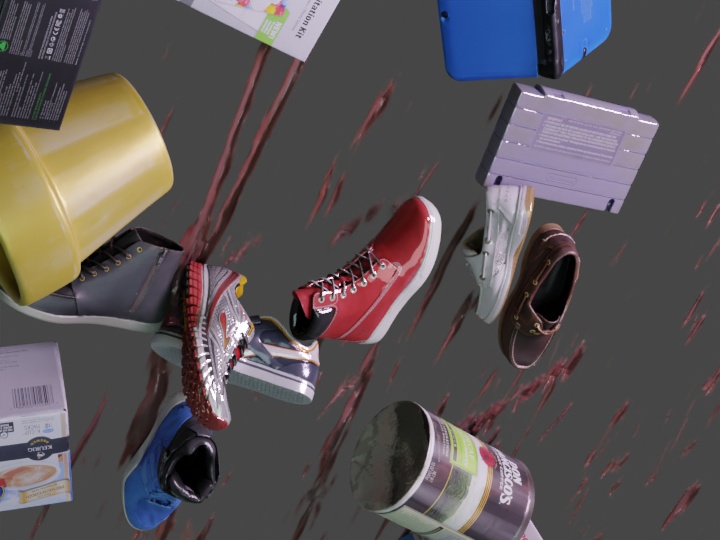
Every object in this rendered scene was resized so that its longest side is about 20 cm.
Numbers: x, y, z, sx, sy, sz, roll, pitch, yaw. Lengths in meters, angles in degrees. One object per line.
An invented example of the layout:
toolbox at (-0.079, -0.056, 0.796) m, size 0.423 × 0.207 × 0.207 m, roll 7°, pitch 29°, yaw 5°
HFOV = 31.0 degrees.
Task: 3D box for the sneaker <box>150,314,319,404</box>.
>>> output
sneaker at (-0.141, 0.089, 1.504) m, size 0.198 × 0.078 × 0.080 m, roll 20°, pitch 68°, yaw -15°

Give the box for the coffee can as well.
coffee can at (0.105, 0.273, 1.665) m, size 0.199 × 0.147 × 0.147 m, roll 31°, pitch 107°, yaw -33°

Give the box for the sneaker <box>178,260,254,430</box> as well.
sneaker at (-0.152, 0.078, 1.413) m, size 0.081 × 0.202 × 0.078 m, roll 4°, pitch 148°, yaw -16°

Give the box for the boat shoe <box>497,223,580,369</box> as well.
boat shoe at (0.223, 0.044, 1.614) m, size 0.069 × 0.071 × 0.202 m, roll -3°, pitch 123°, yaw -20°

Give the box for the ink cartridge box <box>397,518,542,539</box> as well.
ink cartridge box at (0.163, 0.424, 1.781) m, size 0.198 × 0.148 × 0.146 m, roll -26°, pitch 126°, yaw -3°

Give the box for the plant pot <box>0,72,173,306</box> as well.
plant pot at (-0.295, -0.097, 1.266) m, size 0.188 × 0.200 × 0.203 m, roll -30°, pitch 128°, yaw -20°

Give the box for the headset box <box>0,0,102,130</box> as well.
headset box at (-0.318, -0.252, 1.151) m, size 0.092 × 0.200 × 0.176 m, roll 4°, pitch 122°, yaw -41°

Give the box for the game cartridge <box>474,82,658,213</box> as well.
game cartridge at (0.244, -0.144, 1.527) m, size 0.198 × 0.038 × 0.131 m, roll 9°, pitch 113°, yaw -25°

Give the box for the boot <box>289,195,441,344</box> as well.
boot at (0.000, 0.000, 1.478) m, size 0.143 × 0.072 × 0.201 m, roll 5°, pitch 122°, yaw -45°

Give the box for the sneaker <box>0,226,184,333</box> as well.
sneaker at (-0.292, -0.003, 1.396) m, size 0.198 × 0.075 × 0.107 m, roll 9°, pitch 113°, yaw -35°

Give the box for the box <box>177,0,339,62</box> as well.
box at (-0.104, -0.317, 1.282) m, size 0.198 × 0.041 × 0.157 m, roll 21°, pitch 111°, yaw -31°

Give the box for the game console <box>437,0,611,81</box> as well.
game console at (0.177, -0.319, 1.401) m, size 0.170 × 0.118 × 0.202 m, roll -38°, pitch 134°, yaw -34°

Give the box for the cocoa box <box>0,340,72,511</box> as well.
cocoa box at (-0.420, 0.176, 1.413) m, size 0.197 × 0.134 × 0.133 m, roll -6°, pitch 124°, yaw -17°

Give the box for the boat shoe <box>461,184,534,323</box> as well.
boat shoe at (0.155, -0.024, 1.551) m, size 0.068 × 0.071 × 0.202 m, roll 12°, pitch 129°, yaw 2°

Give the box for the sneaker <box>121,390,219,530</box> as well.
sneaker at (-0.227, 0.254, 1.549) m, size 0.076 × 0.112 × 0.201 m, roll 16°, pitch 114°, yaw -28°
